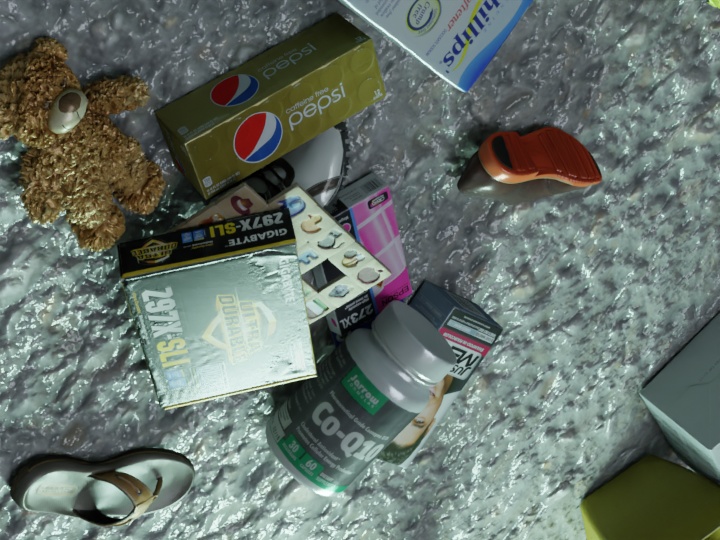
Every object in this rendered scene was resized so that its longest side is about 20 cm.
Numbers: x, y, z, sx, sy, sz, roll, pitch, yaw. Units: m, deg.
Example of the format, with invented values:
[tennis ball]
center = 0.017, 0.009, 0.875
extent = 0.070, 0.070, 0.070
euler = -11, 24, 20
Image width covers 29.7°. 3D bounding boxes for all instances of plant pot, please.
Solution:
[plant pot]
center = 0.423, 0.386, 1.926
extent = 0.199, 0.176, 0.201
euler = -31, 134, -13

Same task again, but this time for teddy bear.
[teddy bear]
center = -0.230, -0.098, 1.138
extent = 0.144, 0.067, 0.201
euler = -28, 134, -23

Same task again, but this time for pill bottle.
[pill bottle]
center = 0.001, 0.134, 1.437
extent = 0.200, 0.113, 0.113
euler = -48, 138, 15

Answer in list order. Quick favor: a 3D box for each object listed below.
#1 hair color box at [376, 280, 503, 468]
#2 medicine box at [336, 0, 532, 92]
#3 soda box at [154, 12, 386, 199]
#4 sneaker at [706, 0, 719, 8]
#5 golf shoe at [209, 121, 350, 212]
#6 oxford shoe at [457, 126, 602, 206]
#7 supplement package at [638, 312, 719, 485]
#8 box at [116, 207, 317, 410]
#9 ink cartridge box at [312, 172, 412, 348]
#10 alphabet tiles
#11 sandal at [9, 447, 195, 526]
[hair color box]
center = 0.063, 0.120, 1.534
extent = 0.099, 0.061, 0.201
euler = 23, 105, -46
[medicine box]
center = 0.013, -0.264, 1.121
extent = 0.199, 0.182, 0.103
euler = 28, 102, -46
[soda box]
center = -0.078, -0.150, 1.221
extent = 0.199, 0.064, 0.068
euler = -32, 135, -16
[sneaker]
center = 0.424, -0.373, 1.445
extent = 0.083, 0.074, 0.201
euler = -2, 121, -32
[golf shoe]
center = -0.085, -0.066, 1.269
extent = 0.094, 0.078, 0.201
euler = 19, 106, -44
[oxford shoe]
center = 0.184, -0.109, 1.472
extent = 0.199, 0.072, 0.072
euler = 1, 148, -42
[supplement package]
center = 0.527, 0.191, 1.888
extent = 0.191, 0.147, 0.200
euler = -43, 136, -4
[box]
center = -0.129, 0.040, 1.260
extent = 0.158, 0.050, 0.201
euler = -10, 139, -4
[ink cartridge box]
center = 0.000, 0.000, 1.417
extent = 0.094, 0.037, 0.201
euler = -30, 137, -17
[alphabet tiles]
center = -0.089, -0.004, 1.265
extent = 0.166, 0.008, 0.200
euler = -31, 137, 16
[sandal]
center = -0.253, 0.223, 1.365
extent = 0.199, 0.055, 0.082
euler = 10, 114, -42
